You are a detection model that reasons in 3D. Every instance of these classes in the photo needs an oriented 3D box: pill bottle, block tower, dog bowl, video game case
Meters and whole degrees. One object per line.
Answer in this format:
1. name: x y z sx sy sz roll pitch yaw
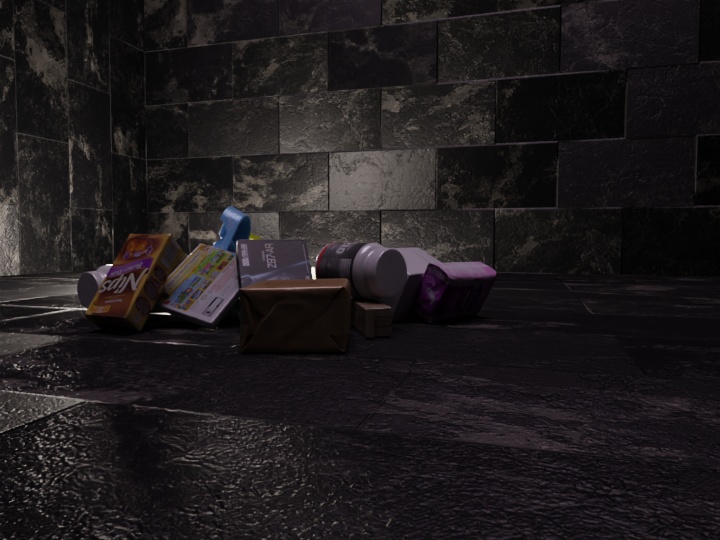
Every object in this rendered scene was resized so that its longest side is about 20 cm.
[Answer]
1. pill bottle: -0.601 0.042 1.429 0.109 0.118 0.198 2 4 27
2. block tower: 0.018 0.091 1.136 0.055 0.056 0.200 -1 4 -9
3. dog bowl: -0.327 -0.058 1.396 0.048 0.205 0.113 15 -25 11
4. pill bottle: 0.000 0.000 1.204 0.111 0.119 0.196 -3 4 -41
5. video game case: -0.333 0.028 1.227 0.176 0.023 0.202 14 46 21

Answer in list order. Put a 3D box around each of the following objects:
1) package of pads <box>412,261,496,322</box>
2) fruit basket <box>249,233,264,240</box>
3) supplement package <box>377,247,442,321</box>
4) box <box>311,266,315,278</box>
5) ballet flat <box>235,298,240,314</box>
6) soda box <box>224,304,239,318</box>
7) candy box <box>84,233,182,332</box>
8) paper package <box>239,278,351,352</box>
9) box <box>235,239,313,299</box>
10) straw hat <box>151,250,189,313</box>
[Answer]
1. package of pads: 0.218 0.044 1.293 0.195 0.124 0.075 -2 30 -44
2. fruit basket: -0.261 -0.022 1.520 0.150 0.224 0.216 -12 2 6
3. supplement package: 0.105 0.028 1.327 0.120 0.123 0.197 35 22 32
4. box: -0.027 0.041 1.621 0.170 0.101 0.198 -1 4 -27
5. ballet flat: -0.229 0.037 1.283 0.066 0.072 0.202 -22 22 20
6. soda box: -0.327 0.069 1.365 0.061 0.071 0.199 -1 4 -15
7. candy box: -0.459 0.021 1.156 0.113 0.205 0.057 1 -34 23
8. paper package: -0.108 0.074 0.997 0.183 0.108 0.200 -1 4 0
9. box: -0.179 0.025 1.199 0.154 0.205 0.044 0 -38 -19
10. straw hat: -0.464 0.045 1.284 0.193 0.207 0.086 -1 36 -12
